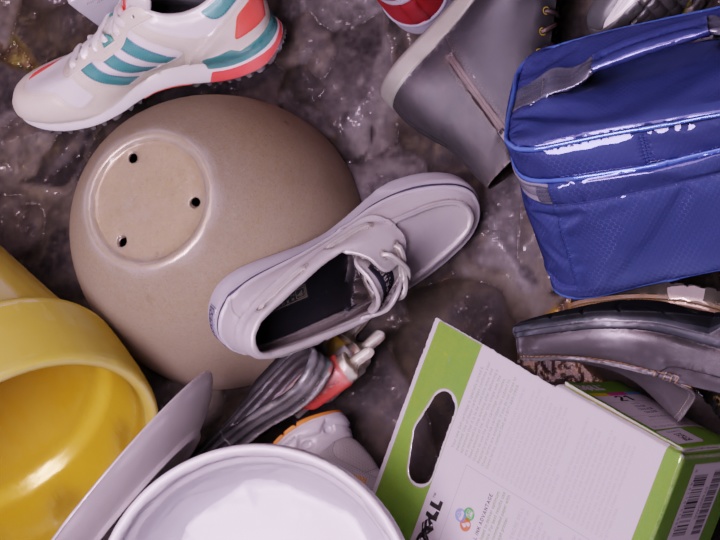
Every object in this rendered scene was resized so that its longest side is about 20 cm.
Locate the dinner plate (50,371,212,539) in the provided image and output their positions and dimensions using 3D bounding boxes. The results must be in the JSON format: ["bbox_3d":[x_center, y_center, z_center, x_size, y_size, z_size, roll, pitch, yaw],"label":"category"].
[{"bbox_3d":[-0.151,0.147,1.639,0.024,0.200,0.200,40,94,6],"label":"dinner plate"}]

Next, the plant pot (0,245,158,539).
[{"bbox_3d":[-0.262,0.072,1.729,0.201,0.201,0.189,-42,54,7],"label":"plant pot"}]

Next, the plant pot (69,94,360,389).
[{"bbox_3d":[-0.113,-0.031,1.720,0.199,0.134,0.201,-4,77,19],"label":"plant pot"}]

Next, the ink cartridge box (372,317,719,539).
[{"bbox_3d":[0.116,0.132,1.613,0.200,0.076,0.148,30,107,34],"label":"ink cartridge box"}]

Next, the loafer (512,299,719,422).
[{"bbox_3d":[0.188,0.055,1.552,0.199,0.073,0.073,1,97,17],"label":"loafer"}]

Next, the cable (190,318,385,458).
[{"bbox_3d":[-0.063,0.106,1.700,0.050,0.097,0.200,40,101,-11],"label":"cable"}]

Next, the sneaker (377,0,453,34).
[{"bbox_3d":[0.001,-0.262,1.740,0.071,0.112,0.201,-27,70,13],"label":"sneaker"}]

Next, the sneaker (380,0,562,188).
[{"bbox_3d":[0.116,-0.153,1.705,0.106,0.075,0.200,43,98,13],"label":"sneaker"}]

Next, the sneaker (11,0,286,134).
[{"bbox_3d":[-0.156,-0.163,1.776,0.199,0.094,0.071,-15,41,14],"label":"sneaker"}]

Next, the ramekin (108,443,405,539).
[{"bbox_3d":[-0.059,0.208,1.605,0.199,0.105,0.201,0,86,5],"label":"ramekin"}]

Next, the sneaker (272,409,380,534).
[{"bbox_3d":[-0.061,0.187,1.688,0.200,0.076,0.092,-46,72,7],"label":"sneaker"}]

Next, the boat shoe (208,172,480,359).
[{"bbox_3d":[0.000,0.000,1.664,0.199,0.072,0.066,-23,28,-22],"label":"boat shoe"}]

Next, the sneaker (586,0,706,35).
[{"bbox_3d":[0.203,-0.232,1.690,0.084,0.074,0.200,34,82,29],"label":"sneaker"}]

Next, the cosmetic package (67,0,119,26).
[{"bbox_3d":[-0.182,-0.281,1.829,0.113,0.081,0.201,-31,69,9],"label":"cosmetic package"}]

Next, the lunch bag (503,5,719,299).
[{"bbox_3d":[0.191,-0.083,1.593,0.199,0.133,0.136,-13,33,16],"label":"lunch bag"}]

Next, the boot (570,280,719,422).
[{"bbox_3d":[0.220,0.082,1.608,0.199,0.077,0.139,7,85,22],"label":"boot"}]
